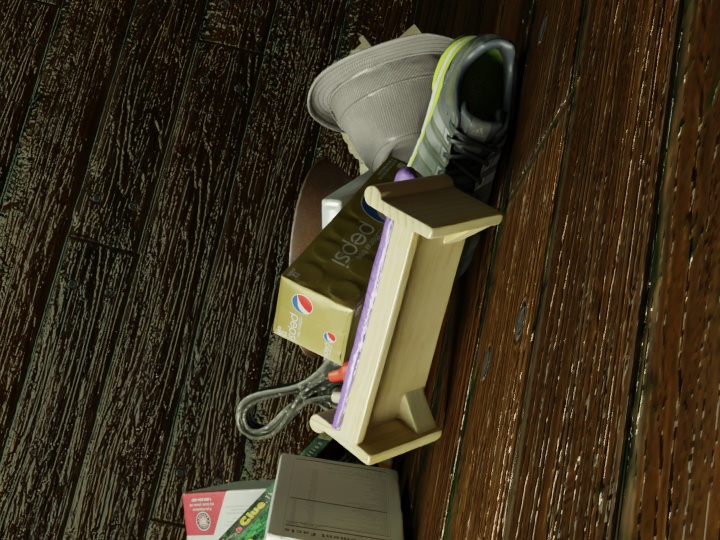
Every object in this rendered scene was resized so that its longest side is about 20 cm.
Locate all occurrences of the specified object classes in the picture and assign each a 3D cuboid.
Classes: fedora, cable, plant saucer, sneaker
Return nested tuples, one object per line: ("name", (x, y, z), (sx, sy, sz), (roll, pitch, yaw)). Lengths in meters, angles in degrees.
("fedora", (0.044, -0.149, 1.229), (0.200, 0.176, 0.091), (49, -156, -77))
("cable", (-0.043, 0.113, 1.159), (0.050, 0.199, 0.098), (-38, -65, -61))
("plant saucer", (-0.026, -0.011, 1.259), (0.200, 0.034, 0.202), (3, -90, -74))
("sneaker", (0.074, -0.089, 0.942), (0.081, 0.073, 0.201), (153, 127, -82))

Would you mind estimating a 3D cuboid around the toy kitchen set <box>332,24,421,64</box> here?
("toy kitchen set", (0.091, -0.334, 2.277), (0.163, 0.180, 0.200), (-41, 50, 11))

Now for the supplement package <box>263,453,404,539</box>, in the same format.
("supplement package", (-0.027, 0.242, 1.045), (0.200, 0.113, 0.110), (-87, 6, -81))

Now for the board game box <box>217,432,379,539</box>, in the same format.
("board game box", (-0.060, 0.240, 1.180), (0.200, 0.023, 0.105), (-44, -50, -23))

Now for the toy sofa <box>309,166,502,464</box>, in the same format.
("toy sofa", (0.021, 0.029, 0.906), (0.083, 0.097, 0.201), (-13, -54, -45))

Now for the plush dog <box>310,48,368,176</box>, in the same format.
("plush dog", (0.039, -0.204, 1.505), (0.172, 0.160, 0.201), (-6, 56, 64))

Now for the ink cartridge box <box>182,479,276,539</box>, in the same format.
("ink cartridge box", (-0.100, 0.320, 1.286), (0.147, 0.085, 0.201), (-11, 85, 42))

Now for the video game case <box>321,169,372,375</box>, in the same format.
("video game case", (0.000, 0.000, 1.252), (0.200, 0.023, 0.183), (-42, -47, -69))

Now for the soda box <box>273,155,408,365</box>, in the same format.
("soda box", (0.006, -0.013, 1.044), (0.200, 0.067, 0.064), (-51, -20, -45))

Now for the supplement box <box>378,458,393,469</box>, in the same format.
("supplement box", (0.000, 0.162, 1.367), (0.126, 0.073, 0.201), (106, 175, -51))
